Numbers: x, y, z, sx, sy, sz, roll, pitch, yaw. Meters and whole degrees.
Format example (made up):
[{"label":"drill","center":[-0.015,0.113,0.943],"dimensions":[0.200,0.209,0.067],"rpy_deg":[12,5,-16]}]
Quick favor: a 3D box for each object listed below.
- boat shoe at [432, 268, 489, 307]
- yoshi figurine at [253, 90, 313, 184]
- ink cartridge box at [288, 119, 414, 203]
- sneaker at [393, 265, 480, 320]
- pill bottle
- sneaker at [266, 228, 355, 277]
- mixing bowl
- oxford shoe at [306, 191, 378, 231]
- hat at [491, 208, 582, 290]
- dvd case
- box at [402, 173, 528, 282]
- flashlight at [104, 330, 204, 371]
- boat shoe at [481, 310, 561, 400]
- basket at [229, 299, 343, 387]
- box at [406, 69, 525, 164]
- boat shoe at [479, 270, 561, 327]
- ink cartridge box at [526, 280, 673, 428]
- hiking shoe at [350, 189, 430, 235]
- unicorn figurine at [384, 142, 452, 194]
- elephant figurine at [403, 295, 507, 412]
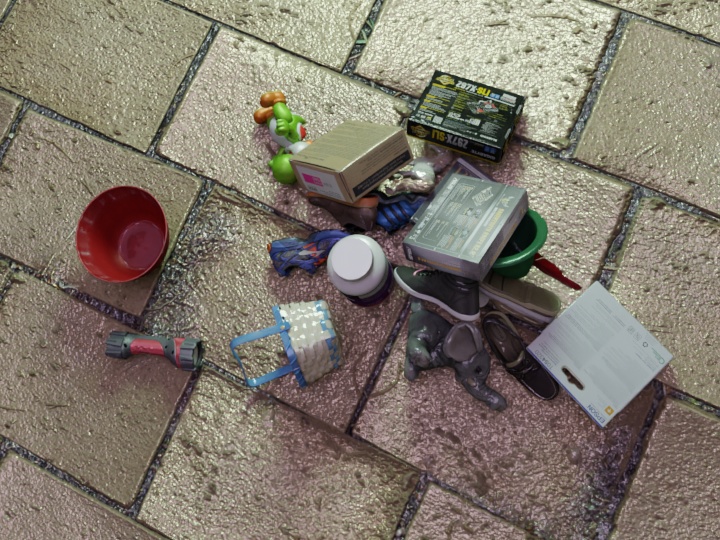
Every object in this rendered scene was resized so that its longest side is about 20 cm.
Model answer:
[{"label":"boat shoe","center":[0.175,-0.012,1.623],"dimensions":[0.072,0.060,0.203],"rpy_deg":[-36,91,-32]},{"label":"yoshi figurine","center":[-0.163,-0.260,1.723],"dimensions":[0.111,0.112,0.202],"rpy_deg":[-34,76,18]},{"label":"ink cartridge box","center":[-0.020,-0.215,1.619],"dimensions":[0.164,0.076,0.199],"rpy_deg":[-37,31,-20]},{"label":"sneaker","center":[0.147,0.008,1.561],"dimensions":[0.199,0.070,0.101],"rpy_deg":[28,125,35]},{"label":"pill bottle","center":[0.000,0.000,1.582],"dimensions":[0.110,0.200,0.114],"rpy_deg":[-2,77,10]},{"label":"sneaker","center":[-0.089,-0.034,1.680],"dimensions":[0.197,0.075,0.080],"rpy_deg":[-11,85,16]},{"label":"mixing bowl","center":[-0.473,-0.064,1.729],"dimensions":[0.197,0.108,0.204],"rpy_deg":[-2,79,10]},{"label":"oxford shoe","center":[-0.042,-0.120,1.655],"dimensions":[0.199,0.070,0.074],"rpy_deg":[17,111,51]},{"label":"hat","center":[0.282,-0.004,1.562],"dimensions":[0.198,0.177,0.166],"rpy_deg":[21,55,36]},{"label":"dvd case","center":[0.204,-0.116,1.608],"dimensions":[0.148,0.016,0.201],"rpy_deg":[37,59,5]},{"label":"box","center":[0.191,-0.082,1.506],"dimensions":[0.157,0.049,0.201],"rpy_deg":[16,54,31]},{"label":"flashlight","center":[-0.419,0.163,1.694],"dimensions":[0.196,0.068,0.069],"rpy_deg":[4,82,10]},{"label":"boat shoe","center":[0.291,0.165,1.548],"dimensions":[0.200,0.065,0.073],"rpy_deg":[48,112,7]},{"label":"basket","center":[-0.140,0.149,1.597],"dimensions":[0.197,0.177,0.140],"rpy_deg":[-22,60,-9]},{"label":"box","center":[0.209,-0.307,1.657],"dimensions":[0.197,0.050,0.161],"rpy_deg":[19,54,13]},{"label":"boat shoe","center":[0.275,0.047,1.575],"dimensions":[0.198,0.069,0.075],"rpy_deg":[29,49,8]},{"label":"ink cartridge box","center":[0.434,0.154,1.533],"dimensions":[0.199,0.043,0.197],"rpy_deg":[-39,75,-13]},{"label":"hiking shoe","center":[0.081,-0.111,1.665],"dimensions":[0.197,0.074,0.088],"rpy_deg":[4,86,21]},{"label":"unicorn figurine","center":[0.117,-0.202,1.655],"dimensions":[0.135,0.075,0.202],"rpy_deg":[-4,43,8]},{"label":"elephant figurine","center":[0.184,0.155,1.566],"dimensions":[0.196,0.142,0.157],"rpy_deg":[6,120,4]}]
